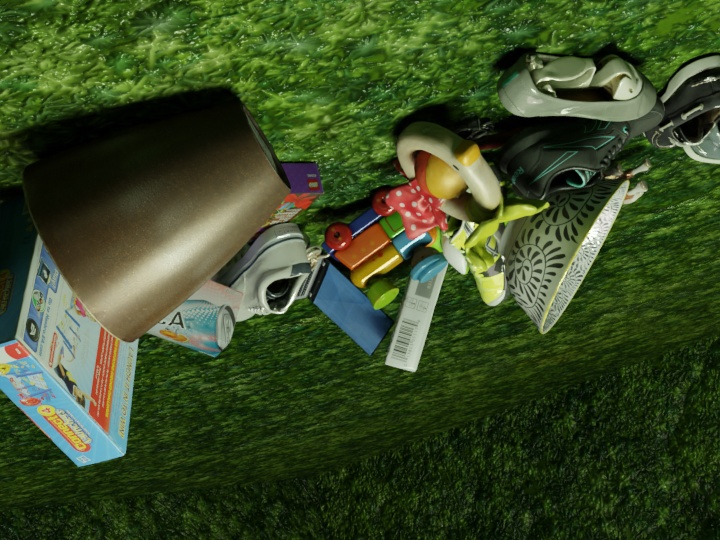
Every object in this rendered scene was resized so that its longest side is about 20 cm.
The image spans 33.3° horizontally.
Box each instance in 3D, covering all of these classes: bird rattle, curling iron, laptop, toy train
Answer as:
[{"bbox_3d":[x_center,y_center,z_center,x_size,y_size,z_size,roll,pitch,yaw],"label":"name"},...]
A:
[{"bbox_3d":[0.098,-0.097,1.282,0.113,0.200,0.163,-40,133,-13],"label":"bird rattle"},{"bbox_3d":[0.187,-0.152,1.336,0.199,0.026,0.050,-7,166,-25],"label":"curling iron"},{"bbox_3d":[-0.076,0.062,1.689,0.199,0.117,0.187,-10,164,-13],"label":"laptop"},{"bbox_3d":[0.000,0.000,1.455,0.200,0.116,0.085,-36,162,3],"label":"toy train"}]

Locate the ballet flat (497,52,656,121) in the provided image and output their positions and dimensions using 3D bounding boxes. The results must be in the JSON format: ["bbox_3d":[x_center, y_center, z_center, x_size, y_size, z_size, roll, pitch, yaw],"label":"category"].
[{"bbox_3d":[0.229,-0.185,1.191,0.199,0.068,0.064,-6,156,-28],"label":"ballet flat"}]

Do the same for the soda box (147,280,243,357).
[{"bbox_3d":[-0.239,0.029,1.369,0.199,0.069,0.064,21,154,-14],"label":"soda box"}]

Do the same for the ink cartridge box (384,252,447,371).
[{"bbox_3d":[0.076,0.048,1.673,0.057,0.163,0.200,16,-178,-4],"label":"ink cartridge box"}]

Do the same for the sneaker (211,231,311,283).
[{"bbox_3d":[-0.157,-0.007,1.484,0.199,0.077,0.081,-15,157,-23],"label":"sneaker"}]

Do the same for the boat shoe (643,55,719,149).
[{"bbox_3d":[0.372,-0.173,1.363,0.073,0.061,0.200,-12,165,-10],"label":"boat shoe"}]

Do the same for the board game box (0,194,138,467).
[{"bbox_3d":[-0.295,0.057,1.194,0.056,0.201,0.196,-16,135,14],"label":"board game box"}]

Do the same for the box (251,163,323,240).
[{"bbox_3d":[-0.158,-0.071,1.296,0.199,0.039,0.137,-4,162,-34],"label":"box"}]

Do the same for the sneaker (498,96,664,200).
[{"bbox_3d":[0.252,-0.131,1.321,0.199,0.079,0.076,-24,151,-9],"label":"sneaker"}]

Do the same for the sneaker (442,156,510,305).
[{"bbox_3d":[0.137,-0.042,1.454,0.076,0.075,0.201,-19,123,-9],"label":"sneaker"}]

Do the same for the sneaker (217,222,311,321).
[{"bbox_3d":[-0.116,0.022,1.408,0.073,0.071,0.200,-8,156,-28],"label":"sneaker"}]

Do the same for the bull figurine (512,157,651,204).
[{"bbox_3d":[0.273,-0.112,1.477,0.121,0.066,0.200,-22,161,33],"label":"bull figurine"}]

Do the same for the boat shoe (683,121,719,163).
[{"bbox_3d":[0.492,-0.166,1.475,0.199,0.073,0.062,-2,165,-21],"label":"boat shoe"}]

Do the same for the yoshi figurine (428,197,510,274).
[{"bbox_3d":[0.149,-0.058,1.565,0.200,0.112,0.112,24,101,-44],"label":"yoshi figurine"}]

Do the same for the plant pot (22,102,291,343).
[{"bbox_3d":[-0.172,-0.065,1.102,0.199,0.188,0.187,-30,163,4],"label":"plant pot"}]

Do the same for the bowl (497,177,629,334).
[{"bbox_3d":[0.218,-0.036,1.380,0.201,0.094,0.201,-55,164,-23],"label":"bowl"}]
